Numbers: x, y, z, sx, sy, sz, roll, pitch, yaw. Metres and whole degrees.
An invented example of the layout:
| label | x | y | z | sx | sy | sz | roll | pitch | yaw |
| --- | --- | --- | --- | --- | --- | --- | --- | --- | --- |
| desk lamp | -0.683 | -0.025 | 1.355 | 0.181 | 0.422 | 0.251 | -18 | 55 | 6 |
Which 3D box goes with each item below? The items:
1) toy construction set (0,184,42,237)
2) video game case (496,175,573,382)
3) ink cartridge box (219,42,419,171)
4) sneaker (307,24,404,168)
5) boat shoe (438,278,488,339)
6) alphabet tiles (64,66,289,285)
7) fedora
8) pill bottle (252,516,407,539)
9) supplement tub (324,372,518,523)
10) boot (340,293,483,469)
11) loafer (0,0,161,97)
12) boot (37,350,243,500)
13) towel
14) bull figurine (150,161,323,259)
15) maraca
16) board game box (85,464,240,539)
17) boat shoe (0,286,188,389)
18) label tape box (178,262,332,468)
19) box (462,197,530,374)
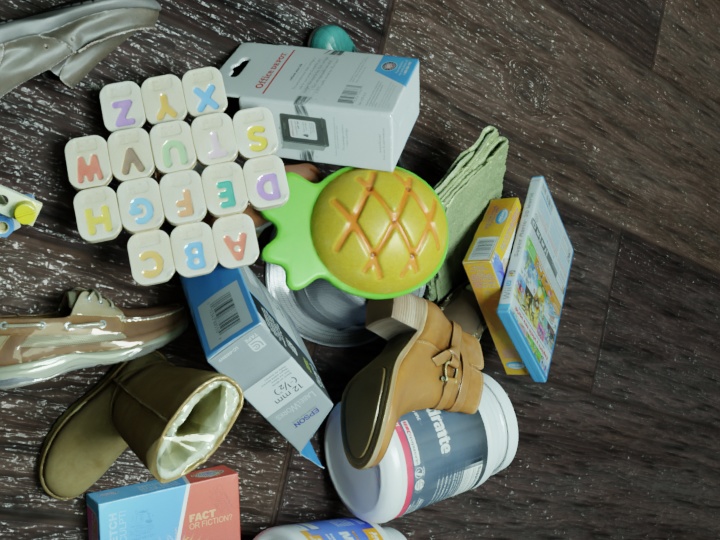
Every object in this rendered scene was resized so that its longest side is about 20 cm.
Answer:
| label | x | y | z | sx | sy | sz | roll | pitch | yaw |
| --- | --- | --- | --- | --- | --- | --- | --- | --- | --- |
| toy construction set | -0.372 | -0.086 | 0.702 | 0.131 | 0.092 | 0.201 | -37 | 106 | -2 |
| video game case | 0.213 | 0.010 | 1.032 | 0.144 | 0.018 | 0.202 | 55 | 44 | -42 |
| ink cartridge box | -0.047 | -0.171 | 0.885 | 0.116 | 0.197 | 0.067 | -65 | 159 | -45 |
| sneaker | 0.005 | -0.182 | 0.973 | 0.071 | 0.079 | 0.202 | -31 | 109 | -30 |
| boat shoe | 0.125 | 0.049 | 1.048 | 0.202 | 0.074 | 0.075 | -40 | 155 | -47 |
| alphabet tiles | -0.170 | -0.092 | 0.806 | 0.197 | 0.015 | 0.199 | -11 | 81 | -8 |
| fedora | 0.000 | 0.000 | 0.971 | 0.198 | 0.090 | 0.180 | 13 | 84 | -35 |
| pill bottle | -0.027 | 0.329 | 0.938 | 0.199 | 0.111 | 0.114 | 13 | 84 | -51 |
| supplement tub | 0.070 | 0.197 | 0.999 | 0.198 | 0.140 | 0.143 | -10 | 98 | -35 |
| boot | 0.065 | 0.128 | 0.909 | 0.154 | 0.073 | 0.203 | 30 | 63 | -33 |
| loafer | -0.273 | -0.204 | 0.789 | 0.198 | 0.073 | 0.072 | -25 | 116 | -27 |
| boot | -0.203 | 0.148 | 0.762 | 0.066 | 0.199 | 0.176 | 40 | 74 | -28 |
| towel | 0.121 | -0.062 | 1.032 | 0.148 | 0.036 | 0.201 | -45 | 151 | -27 |
| bull figurine | -0.131 | -0.059 | 0.877 | 0.197 | 0.065 | 0.123 | -4 | 113 | -17 |
| maraca | -0.003 | -0.040 | 0.861 | 0.197 | 0.107 | 0.139 | -1 | 79 | -18 |
| board game box | -0.195 | 0.314 | 0.875 | 0.151 | 0.040 | 0.203 | -5 | 95 | -35 |
| boat shoe | -0.254 | 0.052 | 0.804 | 0.198 | 0.075 | 0.073 | -14 | 98 | -36 |
| label tape box | -0.087 | 0.085 | 0.852 | 0.066 | 0.144 | 0.200 | -36 | 129 | 3 |
| box | 0.186 | 0.029 | 1.038 | 0.201 | 0.041 | 0.120 | 62 | 40 | -31 |
